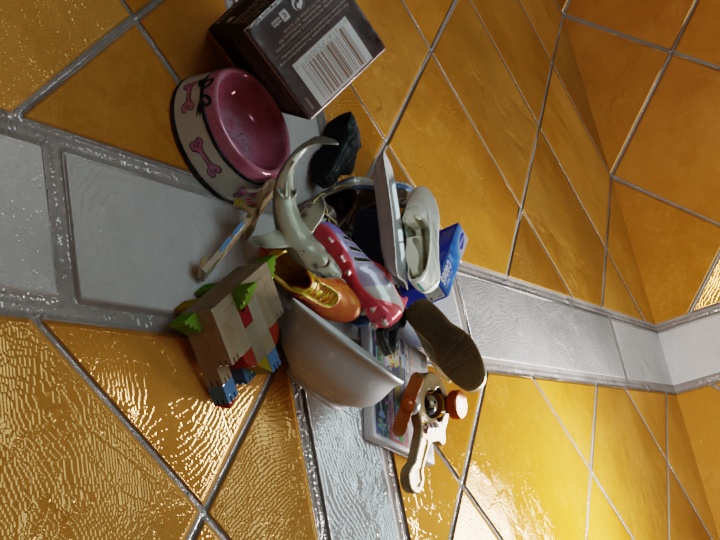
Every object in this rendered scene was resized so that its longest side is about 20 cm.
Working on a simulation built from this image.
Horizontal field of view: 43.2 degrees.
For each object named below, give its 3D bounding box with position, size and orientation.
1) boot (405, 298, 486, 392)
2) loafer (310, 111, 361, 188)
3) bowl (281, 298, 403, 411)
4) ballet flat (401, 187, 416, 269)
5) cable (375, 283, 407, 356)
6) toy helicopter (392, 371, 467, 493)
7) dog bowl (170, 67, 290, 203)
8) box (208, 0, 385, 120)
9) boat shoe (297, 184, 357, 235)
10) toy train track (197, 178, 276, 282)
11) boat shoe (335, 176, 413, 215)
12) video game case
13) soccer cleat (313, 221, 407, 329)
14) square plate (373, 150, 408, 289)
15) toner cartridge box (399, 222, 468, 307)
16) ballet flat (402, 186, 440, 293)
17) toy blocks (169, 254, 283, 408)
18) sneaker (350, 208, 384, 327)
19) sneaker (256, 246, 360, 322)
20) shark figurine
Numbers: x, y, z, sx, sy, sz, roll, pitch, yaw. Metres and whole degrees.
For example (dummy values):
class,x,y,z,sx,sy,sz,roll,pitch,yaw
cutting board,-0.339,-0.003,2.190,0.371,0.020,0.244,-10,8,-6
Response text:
class,x,y,z,sx,sy,sz,roll,pitch,yaw
boot,0.161,0.156,1.560,0.200,0.072,0.156,47,-8,38
loafer,-0.032,-0.196,1.568,0.073,0.072,0.202,56,33,-28
bowl,-0.042,0.134,1.277,0.200,0.091,0.201,36,-2,2
ballet flat,0.099,-0.070,1.697,0.072,0.071,0.202,51,39,-26
cable,0.044,0.088,1.518,0.202,0.049,0.098,-78,151,-53
toy helicopter,0.096,0.253,1.446,0.133,0.078,0.203,49,46,-40
dog bowl,-0.180,-0.204,1.324,0.199,0.073,0.204,36,43,-43
box,-0.099,-0.350,1.373,0.165,0.166,0.199,50,-10,-27
boat shoe,-0.063,-0.086,1.454,0.073,0.059,0.200,62,30,-11
toy train track,-0.174,-0.064,1.252,0.032,0.115,0.201,30,51,3
boat shoe,0.030,-0.118,1.629,0.198,0.071,0.074,0,76,-48
video game case,0.061,0.205,1.509,0.181,0.023,0.204,34,45,-46
soccer cleat,0.000,0.000,1.414,0.201,0.066,0.077,54,51,-14
square plate,0.049,-0.076,1.500,0.200,0.028,0.203,44,40,-80
toner cartridge box,0.136,-0.008,1.697,0.044,0.094,0.201,56,32,-20
ballet flat,0.103,-0.062,1.593,0.069,0.068,0.204,22,58,-51
toy blocks,-0.153,0.084,1.181,0.200,0.098,0.139,-48,124,-58
sneaker,0.011,0.002,1.511,0.078,0.069,0.204,72,23,-69
sneaker,-0.073,0.027,1.337,0.199,0.073,0.077,34,8,-33
shark figurine,-0.096,-0.092,1.280,0.125,0.089,0.219,0,78,-13
